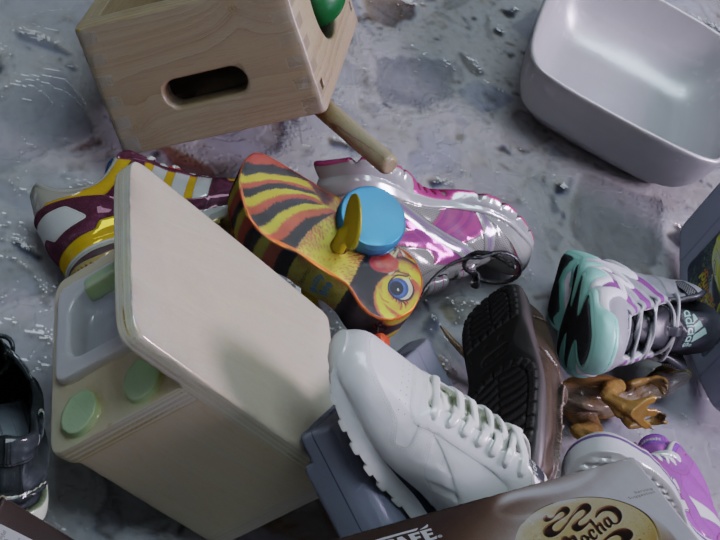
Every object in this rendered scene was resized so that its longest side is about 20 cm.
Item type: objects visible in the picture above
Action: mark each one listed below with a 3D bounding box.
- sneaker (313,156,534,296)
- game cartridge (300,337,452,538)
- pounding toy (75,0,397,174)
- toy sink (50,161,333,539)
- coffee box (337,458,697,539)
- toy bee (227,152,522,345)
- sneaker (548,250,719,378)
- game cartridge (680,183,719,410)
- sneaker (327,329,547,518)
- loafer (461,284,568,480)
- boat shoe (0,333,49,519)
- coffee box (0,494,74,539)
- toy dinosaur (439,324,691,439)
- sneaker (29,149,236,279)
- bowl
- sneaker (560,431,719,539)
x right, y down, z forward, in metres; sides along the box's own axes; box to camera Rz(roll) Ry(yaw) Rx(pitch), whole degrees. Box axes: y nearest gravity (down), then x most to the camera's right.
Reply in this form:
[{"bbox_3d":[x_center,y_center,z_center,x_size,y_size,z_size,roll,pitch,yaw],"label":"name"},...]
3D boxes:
[{"bbox_3d":[0.043,-0.019,1.214,0.199,0.081,0.089,15,81,-33],"label":"sneaker"},{"bbox_3d":[0.034,0.128,1.025,0.134,0.041,0.200,66,23,-5],"label":"game cartridge"},{"bbox_3d":[-0.075,-0.156,1.181,0.198,0.143,0.185,-10,30,16],"label":"pounding toy"},{"bbox_3d":[-0.113,0.055,0.979,0.200,0.112,0.131,40,31,-43],"label":"toy sink"},{"bbox_3d":[0.080,0.185,0.876,0.198,0.080,0.113,-13,32,-13],"label":"coffee box"},{"bbox_3d":[0.000,0.000,1.081,0.198,0.131,0.109,10,56,11],"label":"toy bee"},{"bbox_3d":[0.213,0.038,1.183,0.139,0.078,0.200,13,16,0],"label":"sneaker"},{"bbox_3d":[0.298,0.008,1.264,0.041,0.133,0.201,14,46,-15],"label":"game cartridge"},{"bbox_3d":[0.054,0.102,0.949,0.200,0.080,0.077,51,28,-26],"label":"sneaker"},{"bbox_3d":[0.112,0.088,1.083,0.071,0.073,0.201,41,30,-23],"label":"loafer"},{"bbox_3d":[-0.222,0.069,0.958,0.074,0.067,0.200,-1,30,-17],"label":"boat shoe"},{"bbox_3d":[-0.136,0.224,0.868,0.199,0.113,0.080,31,44,1],"label":"coffee box"},{"bbox_3d":[0.158,0.095,1.193,0.198,0.061,0.106,7,18,-26],"label":"toy dinosaur"},{"bbox_3d":[-0.132,-0.050,1.147,0.199,0.075,0.090,-16,65,-38],"label":"sneaker"},{"bbox_3d":[0.233,-0.163,1.439,0.199,0.075,0.200,27,44,-1],"label":"bowl"},{"bbox_3d":[0.185,0.144,1.101,0.201,0.072,0.115,48,24,-39],"label":"sneaker"}]
